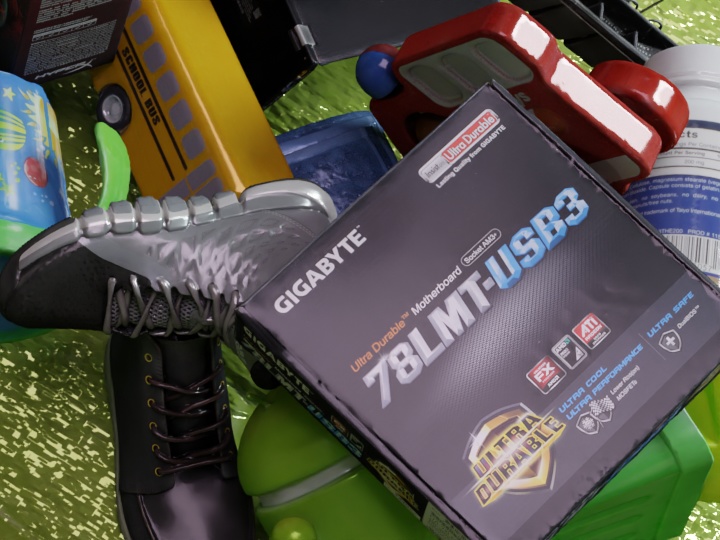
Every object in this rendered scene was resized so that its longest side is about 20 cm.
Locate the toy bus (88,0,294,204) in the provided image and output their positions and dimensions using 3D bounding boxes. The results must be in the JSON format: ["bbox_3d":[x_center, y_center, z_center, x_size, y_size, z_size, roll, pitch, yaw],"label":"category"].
[{"bbox_3d":[-0.099,-0.077,1.468,0.065,0.078,0.201,-3,62,-51],"label":"toy bus"}]

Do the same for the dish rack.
[{"bbox_3d":[0.154,-0.231,1.607,0.153,0.054,0.201,34,51,-38],"label":"dish rack"}]

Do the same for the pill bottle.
[{"bbox_3d":[0.207,-0.037,1.524,0.111,0.111,0.201,13,61,-6],"label":"pill bottle"}]

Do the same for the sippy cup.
[{"bbox_3d":[-0.226,-0.042,1.411,0.177,0.140,0.131,3,64,-10],"label":"sippy cup"}]

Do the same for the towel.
[{"bbox_3d":[0.000,0.000,1.495,0.111,0.049,0.200,-19,69,-20],"label":"towel"}]

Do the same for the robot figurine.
[{"bbox_3d":[0.008,0.137,1.368,0.175,0.116,0.200,-36,99,-48],"label":"robot figurine"}]

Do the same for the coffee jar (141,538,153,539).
[{"bbox_3d":[-0.187,0.222,1.316,0.199,0.085,0.105,-14,60,-19],"label":"coffee jar"}]

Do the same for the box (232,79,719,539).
[{"bbox_3d":[0.070,0.031,1.282,0.200,0.050,0.199,-41,78,-20],"label":"box"}]

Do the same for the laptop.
[{"bbox_3d":[-0.045,-0.188,1.547,0.116,0.200,0.188,6,55,-50],"label":"laptop"}]

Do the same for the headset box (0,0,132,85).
[{"bbox_3d":[-0.186,-0.217,1.382,0.075,0.200,0.149,-20,74,-22],"label":"headset box"}]

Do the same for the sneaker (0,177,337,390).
[{"bbox_3d":[-0.091,0.020,1.322,0.199,0.075,0.116,-15,56,-17],"label":"sneaker"}]

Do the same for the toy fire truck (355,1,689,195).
[{"bbox_3d":[0.085,-0.089,1.456,0.168,0.200,0.112,39,67,-22],"label":"toy fire truck"}]

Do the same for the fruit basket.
[{"bbox_3d":[0.171,0.081,1.403,0.215,0.216,0.156,-27,72,-23],"label":"fruit basket"}]

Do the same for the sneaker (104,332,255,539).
[{"bbox_3d":[-0.103,0.096,1.388,0.075,0.106,0.201,-11,66,-18],"label":"sneaker"}]
